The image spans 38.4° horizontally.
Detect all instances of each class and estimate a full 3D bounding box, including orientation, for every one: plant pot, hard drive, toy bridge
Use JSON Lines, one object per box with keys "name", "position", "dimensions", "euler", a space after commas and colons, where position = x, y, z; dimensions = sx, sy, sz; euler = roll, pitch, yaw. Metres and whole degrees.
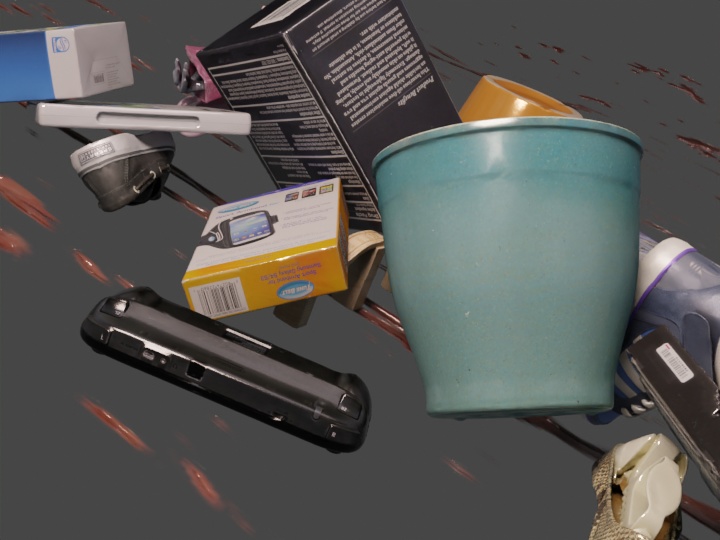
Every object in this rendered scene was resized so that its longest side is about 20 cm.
{"name": "plant pot", "position": [0.165, -0.116, 1.197], "dimensions": [0.198, 0.185, 0.201], "euler": [20, 20, -7]}
{"name": "hard drive", "position": [0.255, 0.144, 0.681], "dimensions": [0.200, 0.038, 0.140], "euler": [51, 9, -30]}
{"name": "plant pot", "position": [0.111, 0.011, 0.747], "dimensions": [0.197, 0.190, 0.200], "euler": [-2, -10, 0]}
{"name": "toy bridge", "position": [0.000, 0.000, 0.890], "dimensions": [0.027, 0.068, 0.199], "euler": [30, 21, 24]}

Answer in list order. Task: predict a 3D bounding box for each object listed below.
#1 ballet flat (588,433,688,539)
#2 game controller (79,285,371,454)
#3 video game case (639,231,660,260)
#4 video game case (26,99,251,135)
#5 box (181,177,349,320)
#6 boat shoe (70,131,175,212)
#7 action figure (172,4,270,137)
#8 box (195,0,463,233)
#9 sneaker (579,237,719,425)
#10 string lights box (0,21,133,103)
{"name": "ballet flat", "position": [0.190, 0.152, 0.687], "dimensions": [0.067, 0.076, 0.200], "euler": [26, 19, 9]}
{"name": "game controller", "position": [-0.085, 0.064, 0.690], "dimensions": [0.198, 0.043, 0.104], "euler": [23, 5, 1]}
{"name": "video game case", "position": [0.212, -0.028, 1.004], "dimensions": [0.179, 0.046, 0.200], "euler": [17, 12, -9]}
{"name": "video game case", "position": [-0.213, -0.144, 0.965], "dimensions": [0.180, 0.022, 0.200], "euler": [0, 10, -21]}
{"name": "box", "position": [-0.069, -0.024, 0.835], "dimensions": [0.118, 0.042, 0.200], "euler": [-13, 19, 5]}
{"name": "boat shoe", "position": [-0.201, -0.084, 0.908], "dimensions": [0.200, 0.068, 0.057], "euler": [-64, 131, -82]}
{"name": "action figure", "position": [-0.102, -0.199, 1.142], "dimensions": [0.198, 0.150, 0.135], "euler": [-2, 49, -17]}
{"name": "box", "position": [-0.022, -0.152, 0.952], "dimensions": [0.123, 0.200, 0.199], "euler": [-38, 23, -21]}
{"name": "sneaker", "position": [0.249, 0.088, 0.783], "dimensions": [0.080, 0.201, 0.147], "euler": [-21, 53, -33]}
{"name": "string lights box", "position": [-0.314, -0.180, 0.910], "dimensions": [0.197, 0.060, 0.103], "euler": [-1, 16, 13]}
